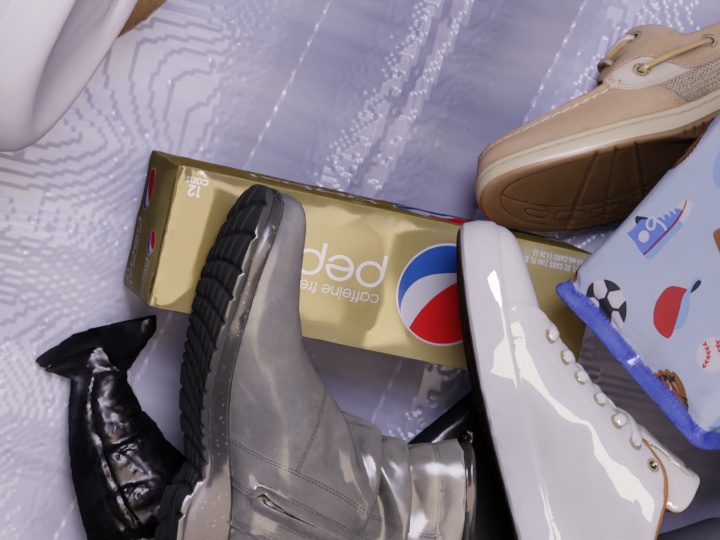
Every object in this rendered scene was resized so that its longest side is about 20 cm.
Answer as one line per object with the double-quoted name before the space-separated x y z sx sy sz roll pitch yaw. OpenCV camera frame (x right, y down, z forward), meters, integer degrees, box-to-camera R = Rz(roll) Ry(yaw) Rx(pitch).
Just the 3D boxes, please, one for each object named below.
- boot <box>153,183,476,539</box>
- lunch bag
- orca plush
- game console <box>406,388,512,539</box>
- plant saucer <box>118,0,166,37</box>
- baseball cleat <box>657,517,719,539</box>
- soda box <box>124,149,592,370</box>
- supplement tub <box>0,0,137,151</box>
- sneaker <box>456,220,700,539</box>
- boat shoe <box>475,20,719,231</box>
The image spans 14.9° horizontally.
"boot" -0.011 0.069 1.158 0.130 0.068 0.201 8 98 -15
"lunch bag" 0.208 -0.008 1.214 0.170 0.124 0.200 -49 148 18
"orca plush" -0.074 0.119 1.215 0.105 0.071 0.201 -13 100 -13
"game console" 0.039 0.175 1.208 0.200 0.031 0.177 -39 93 -13
"plant saucer" -0.152 -0.184 1.137 0.199 0.035 0.202 1 97 8
"baseball cleat" 0.085 0.152 1.261 0.199 0.070 0.107 -32 107 -9
"soda box" 0.000 0.000 1.221 0.199 0.068 0.064 11 95 -16
"supplement tub" -0.183 -0.152 1.054 0.199 0.145 0.145 30 89 3
"sneaker" 0.095 0.068 1.174 0.084 0.073 0.201 -16 99 1
"boat shoe" 0.136 -0.075 1.256 0.199 0.071 0.065 -18 63 -17
